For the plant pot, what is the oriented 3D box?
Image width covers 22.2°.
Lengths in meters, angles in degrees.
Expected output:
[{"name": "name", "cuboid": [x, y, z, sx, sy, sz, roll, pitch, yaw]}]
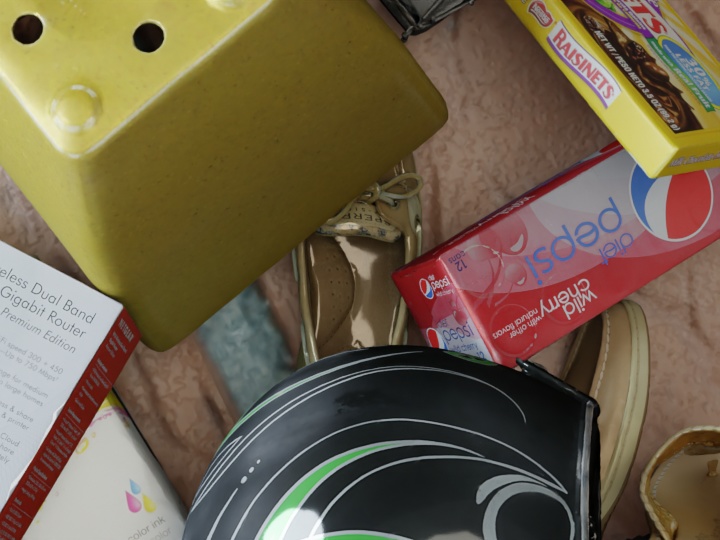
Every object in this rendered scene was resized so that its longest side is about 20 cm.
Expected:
[{"name": "plant pot", "cuboid": [-0.097, -0.104, 0.840, 0.194, 0.200, 0.196, -39, 80, -1]}]

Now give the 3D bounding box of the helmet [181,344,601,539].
[{"name": "helmet", "cuboid": [0.012, 0.134, 0.833, 0.190, 0.200, 0.201, 1, 89, 10]}]

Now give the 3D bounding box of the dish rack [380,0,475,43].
[{"name": "dish rack", "cuboid": [-0.002, -0.179, 0.889, 0.055, 0.200, 0.153, -41, 94, 5]}]

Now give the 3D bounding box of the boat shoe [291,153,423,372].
[{"name": "boat shoe", "cuboid": [0.000, 0.000, 0.950, 0.073, 0.063, 0.200, -1, 89, -8]}]

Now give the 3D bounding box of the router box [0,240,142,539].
[{"name": "router box", "cuboid": [-0.231, 0.054, 0.834, 0.200, 0.049, 0.180, 26, 76, 12]}]

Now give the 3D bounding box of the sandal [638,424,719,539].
[{"name": "sandal", "cuboid": [0.170, 0.112, 0.899, 0.077, 0.212, 0.070, 12, 118, 19]}]

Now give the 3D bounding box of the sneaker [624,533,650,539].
[{"name": "sneaker", "cuboid": [0.189, 0.178, 0.948, 0.200, 0.070, 0.082, -4, 113, -27]}]

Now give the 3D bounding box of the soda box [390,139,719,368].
[{"name": "soda box", "cuboid": [0.119, -0.019, 0.943, 0.200, 0.063, 0.070, -30, 94, -24]}]

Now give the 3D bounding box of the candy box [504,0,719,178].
[{"name": "candy box", "cuboid": [0.119, -0.130, 0.921, 0.200, 0.102, 0.026, 54, 125, 21]}]

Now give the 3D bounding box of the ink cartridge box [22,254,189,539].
[{"name": "ink cartridge box", "cuboid": [-0.175, 0.113, 0.913, 0.147, 0.086, 0.200, -31, 95, -7]}]

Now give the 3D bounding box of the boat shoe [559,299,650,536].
[{"name": "boat shoe", "cuboid": [0.098, 0.107, 0.958, 0.064, 0.071, 0.200, 17, 88, -8]}]
